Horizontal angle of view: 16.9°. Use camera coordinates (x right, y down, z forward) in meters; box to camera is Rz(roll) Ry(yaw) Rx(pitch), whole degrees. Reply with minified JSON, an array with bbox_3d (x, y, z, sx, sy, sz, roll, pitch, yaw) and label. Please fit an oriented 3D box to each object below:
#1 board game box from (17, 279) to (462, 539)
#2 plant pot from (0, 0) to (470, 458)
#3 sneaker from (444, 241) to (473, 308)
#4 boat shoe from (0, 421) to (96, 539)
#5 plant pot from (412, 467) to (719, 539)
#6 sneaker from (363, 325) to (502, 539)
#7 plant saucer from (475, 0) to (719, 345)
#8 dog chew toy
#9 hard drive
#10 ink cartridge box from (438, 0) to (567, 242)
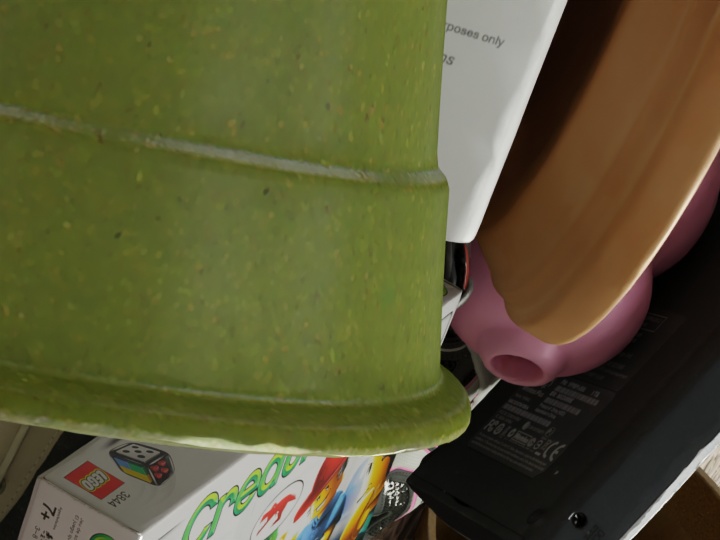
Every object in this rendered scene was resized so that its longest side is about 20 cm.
[{"bbox_3d":[-0.043,0.080,0.698,0.200,0.035,0.127,-35,149,-58],"label":"board game box"},{"bbox_3d":[-0.054,-0.084,0.466,0.200,0.199,0.191,-4,108,-69],"label":"plant pot"},{"bbox_3d":[0.000,0.000,0.824,0.077,0.082,0.201,-12,129,-21],"label":"sneaker"},{"bbox_3d":[-0.097,0.031,0.674,0.062,0.071,0.201,14,109,-28],"label":"boat shoe"},{"bbox_3d":[0.089,0.204,1.289,0.186,0.186,0.200,-45,168,-42],"label":"plant pot"},{"bbox_3d":[0.007,0.057,0.979,0.086,0.080,0.200,-44,152,-17],"label":"sneaker"},{"bbox_3d":[0.082,-0.076,0.729,0.200,0.037,0.201,-158,-90,-82],"label":"plant saucer"},{"bbox_3d":[0.082,-0.049,0.894,0.125,0.124,0.201,84,21,-60],"label":"dog chew toy"},{"bbox_3d":[0.113,0.026,0.894,0.200,0.033,0.140,-46,-165,-7],"label":"hard drive"},{"bbox_3d":[0.013,-0.132,0.603,0.146,0.084,0.201,-109,-143,-64],"label":"ink cartridge box"}]
